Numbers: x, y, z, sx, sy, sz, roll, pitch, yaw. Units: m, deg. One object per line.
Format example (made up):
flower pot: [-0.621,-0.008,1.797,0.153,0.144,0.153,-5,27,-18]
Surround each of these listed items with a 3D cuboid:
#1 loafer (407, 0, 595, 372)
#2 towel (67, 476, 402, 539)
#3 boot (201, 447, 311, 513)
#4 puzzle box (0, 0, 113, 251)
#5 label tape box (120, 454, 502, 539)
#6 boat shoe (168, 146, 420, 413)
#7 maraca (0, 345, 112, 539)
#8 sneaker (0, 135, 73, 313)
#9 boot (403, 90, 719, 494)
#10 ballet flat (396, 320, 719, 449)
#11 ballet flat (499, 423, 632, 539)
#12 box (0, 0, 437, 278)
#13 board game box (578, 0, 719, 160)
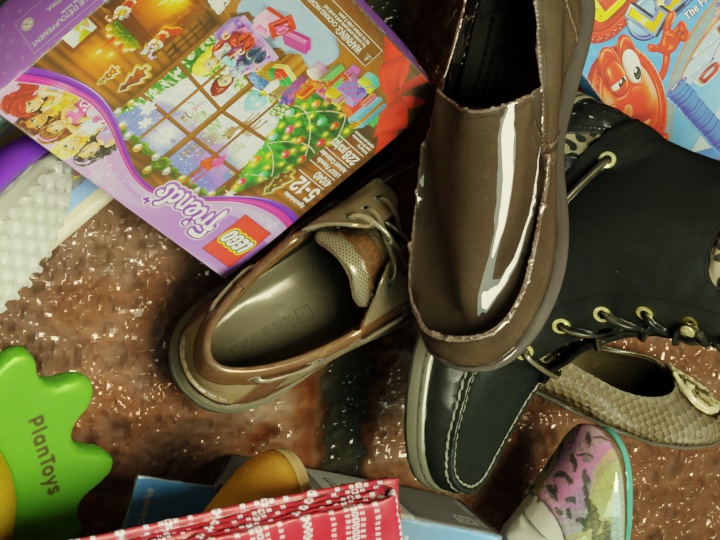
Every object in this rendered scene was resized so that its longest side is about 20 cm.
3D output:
loafer: [0.053,-0.055,0.967,0.071,0.073,0.200,28,67,-61]
towel: [-0.071,0.175,0.944,0.200,0.022,0.145,-11,111,-17]
boot: [-0.115,0.163,0.963,0.144,0.071,0.202,12,110,-35]
puzzle box: [-0.139,-0.093,0.967,0.200,0.025,0.133,-41,118,-7]
label tape box: [-0.046,0.172,1.075,0.200,0.063,0.145,13,101,-24]
boat shoe: [0.000,0.000,1.022,0.200,0.072,0.076,-38,89,-13]
maraca: [-0.204,0.109,0.958,0.200,0.107,0.137,-25,130,-21]
sneaker: [-0.211,-0.005,0.909,0.200,0.099,0.070,-47,164,-27]
boot: [0.115,0.026,0.993,0.073,0.154,0.204,24,87,-58]
ballet flat: [0.111,0.046,1.110,0.200,0.067,0.046,19,105,-23]
ballet flat: [0.096,0.168,1.120,0.071,0.069,0.200,-12,131,-20]
box: [-0.063,-0.085,0.932,0.137,0.039,0.200,-39,147,8]
board game box: [0.194,-0.135,1.092,0.200,0.056,0.196,-44,120,-6]
